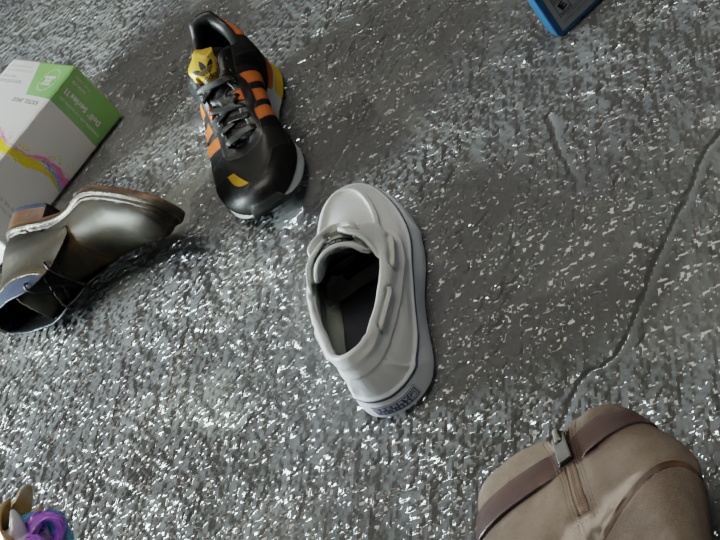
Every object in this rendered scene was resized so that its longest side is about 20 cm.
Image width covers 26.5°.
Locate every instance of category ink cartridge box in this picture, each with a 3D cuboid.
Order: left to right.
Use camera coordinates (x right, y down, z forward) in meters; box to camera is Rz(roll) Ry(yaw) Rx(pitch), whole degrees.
[{"bbox_3d":[-0.314,-0.086,1.326,0.117,0.067,0.200,13,62,48],"label":"ink cartridge box"}]

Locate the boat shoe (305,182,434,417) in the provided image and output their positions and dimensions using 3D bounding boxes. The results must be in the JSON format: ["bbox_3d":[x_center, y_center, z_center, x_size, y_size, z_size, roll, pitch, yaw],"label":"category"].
[{"bbox_3d":[0.000,0.000,0.947,0.074,0.065,0.200,-33,37,12],"label":"boat shoe"}]

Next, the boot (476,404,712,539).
[{"bbox_3d":[0.081,0.153,0.724,0.200,0.070,0.146,-34,30,8],"label":"boot"}]

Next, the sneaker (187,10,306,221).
[{"bbox_3d":[-0.098,-0.119,1.139,0.070,0.090,0.200,-31,37,15],"label":"sneaker"}]

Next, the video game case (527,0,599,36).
[{"bbox_3d":[0.130,-0.269,0.989,0.143,0.200,0.018,-43,36,-2],"label":"video game case"}]

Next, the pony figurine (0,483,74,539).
[{"bbox_3d":[-0.200,0.229,0.848,0.193,0.166,0.200,14,78,57],"label":"pony figurine"}]

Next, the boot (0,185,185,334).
[{"bbox_3d":[-0.209,-0.003,1.153,0.200,0.075,0.097,-9,58,47],"label":"boot"}]
